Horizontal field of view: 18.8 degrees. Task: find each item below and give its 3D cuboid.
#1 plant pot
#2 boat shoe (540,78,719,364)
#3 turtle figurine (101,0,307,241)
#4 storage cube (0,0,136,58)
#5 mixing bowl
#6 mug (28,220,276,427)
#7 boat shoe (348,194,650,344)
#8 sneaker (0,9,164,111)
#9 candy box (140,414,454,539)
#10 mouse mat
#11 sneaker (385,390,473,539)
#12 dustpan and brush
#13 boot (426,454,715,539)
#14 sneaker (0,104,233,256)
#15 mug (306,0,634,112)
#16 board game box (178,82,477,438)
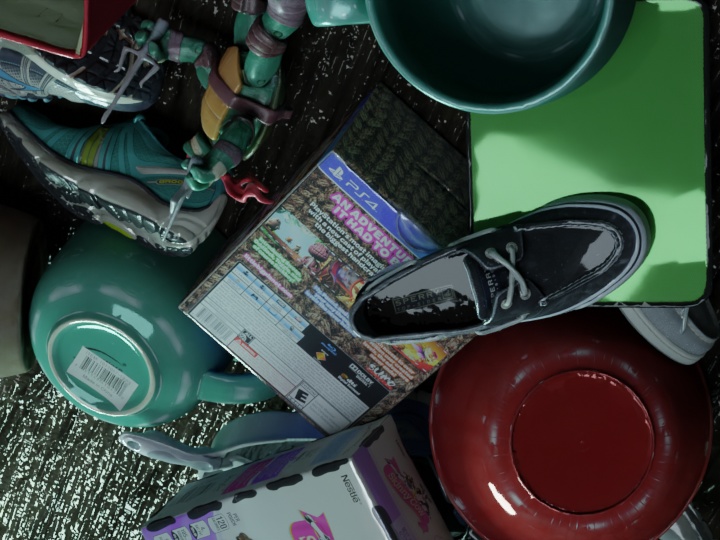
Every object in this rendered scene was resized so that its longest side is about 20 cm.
[{"bbox_3d":[-0.330,0.012,1.629,0.172,0.200,0.201,4,126,2],"label":"plant pot"},{"bbox_3d":[0.189,-0.031,1.430,0.065,0.074,0.203,-22,102,29],"label":"boat shoe"},{"bbox_3d":[-0.093,-0.126,1.453,0.150,0.100,0.201,52,126,39],"label":"turtle figurine"},{"bbox_3d":[-0.210,-0.268,1.371,0.170,0.180,0.201,15,127,14],"label":"storage cube"},{"bbox_3d":[0.146,0.109,1.460,0.199,0.108,0.202,0,92,1],"label":"mixing bowl"},{"bbox_3d":[-0.154,0.039,1.601,0.184,0.115,0.153,-4,121,26],"label":"mug"},{"bbox_3d":[0.086,0.004,1.380,0.199,0.068,0.072,-14,94,17],"label":"boat shoe"},{"bbox_3d":[-0.228,-0.157,1.539,0.199,0.078,0.087,24,147,10],"label":"sneaker"},{"bbox_3d":[-0.032,0.215,1.552,0.199,0.072,0.168,-22,101,33],"label":"candy box"},{"bbox_3d":[0.145,-0.075,1.391,0.160,0.008,0.201,0,99,16],"label":"mouse mat"},{"bbox_3d":[0.080,0.182,1.613,0.200,0.089,0.079,39,130,-8],"label":"sneaker"},{"bbox_3d":[-0.092,0.144,1.639,0.199,0.057,0.140,27,133,-23],"label":"dustpan and brush"},{"bbox_3d":[0.151,0.169,1.548,0.132,0.070,0.200,-45,89,-1],"label":"boot"},{"bbox_3d":[-0.176,-0.075,1.562,0.199,0.080,0.078,25,160,27],"label":"sneaker"},{"bbox_3d":[0.078,-0.183,1.323,0.184,0.114,0.153,30,107,12],"label":"mug"},{"bbox_3d":[0.000,0.000,1.517,0.159,0.097,0.200,41,129,-8],"label":"board game box"}]
